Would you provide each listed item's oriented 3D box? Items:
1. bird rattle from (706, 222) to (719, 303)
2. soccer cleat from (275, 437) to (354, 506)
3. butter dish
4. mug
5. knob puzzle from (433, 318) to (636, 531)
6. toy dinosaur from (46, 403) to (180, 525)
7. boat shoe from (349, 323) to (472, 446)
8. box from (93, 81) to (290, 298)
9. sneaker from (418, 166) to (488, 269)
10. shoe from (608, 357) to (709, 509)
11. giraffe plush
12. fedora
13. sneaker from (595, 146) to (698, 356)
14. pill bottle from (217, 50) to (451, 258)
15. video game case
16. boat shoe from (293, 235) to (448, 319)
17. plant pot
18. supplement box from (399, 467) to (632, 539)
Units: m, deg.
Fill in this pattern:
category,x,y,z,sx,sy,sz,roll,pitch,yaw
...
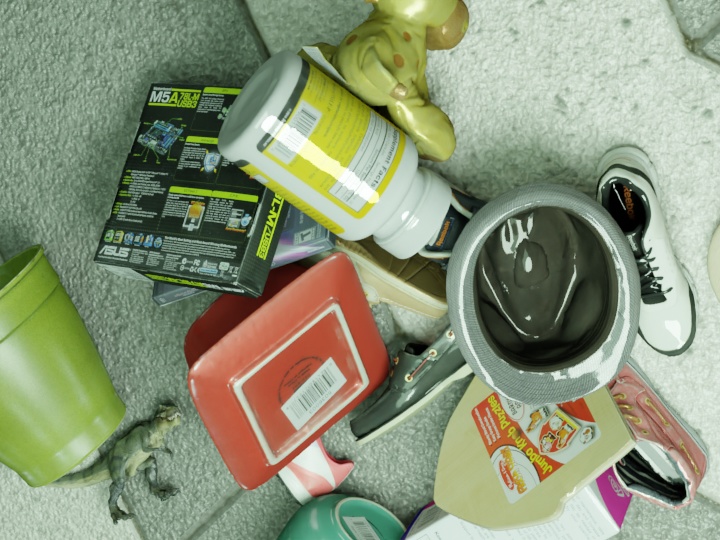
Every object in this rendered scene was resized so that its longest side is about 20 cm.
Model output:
category,x,y,z,sx,sy,sz,roll,pitch,yaw
bird rattle,0.378,-0.014,1.540,0.200,0.113,0.163,52,129,3
soccer cleat,-0.084,0.141,1.750,0.073,0.068,0.201,-32,91,2
butter dish,-0.096,0.074,1.659,0.148,0.200,0.200,35,157,40
mug,0.001,0.305,1.710,0.184,0.152,0.115,28,115,-4
knob puzzle,0.152,0.162,1.601,0.219,0.221,0.030,-33,133,22
toy dinosaur,-0.246,0.215,1.824,0.199,0.047,0.089,-33,78,23
boat shoe,0.063,0.099,1.682,0.201,0.074,0.063,-40,85,19
box,-0.148,-0.081,1.634,0.199,0.047,0.195,7,73,39
sneaker,0.110,-0.031,1.630,0.199,0.079,0.079,24,109,9
shoe,0.247,0.138,1.621,0.200,0.091,0.072,44,112,3
giraffe plush,0.033,-0.217,1.579,0.172,0.200,0.163,23,76,26
fedora,0.161,0.013,1.569,0.176,0.090,0.201,-18,105,-1
sneaker,0.258,-0.010,1.587,0.073,0.080,0.201,-18,100,19
pill bottle,-0.019,-0.097,1.529,0.199,0.112,0.111,35,114,-20
video game case,-0.109,-0.052,1.665,0.199,0.144,0.019,-18,137,23
boat shoe,0.000,0.000,1.681,0.199,0.074,0.070,28,121,11
plant pot,-0.348,0.111,1.765,0.200,0.201,0.193,-31,105,22
supplement box,0.152,0.242,1.673,0.199,0.101,0.104,-35,92,23
